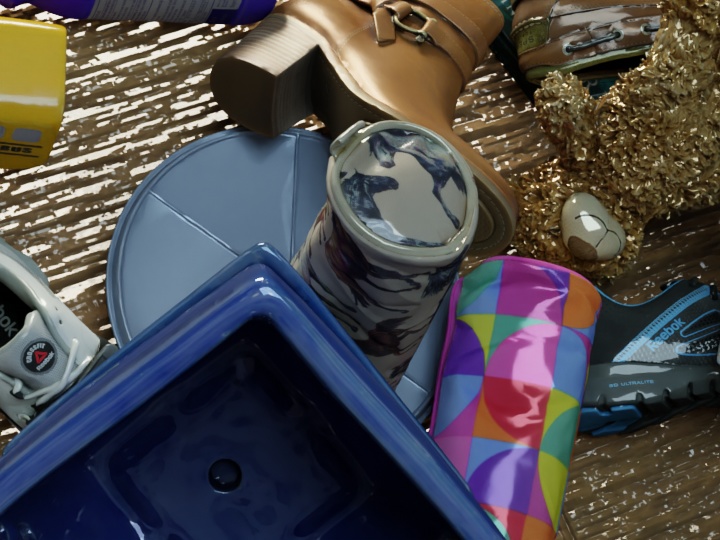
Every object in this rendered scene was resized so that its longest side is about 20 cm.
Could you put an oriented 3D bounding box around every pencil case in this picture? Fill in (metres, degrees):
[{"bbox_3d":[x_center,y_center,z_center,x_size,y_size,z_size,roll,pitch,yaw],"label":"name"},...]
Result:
[{"bbox_3d":[0.071,0.093,1.487,0.088,0.088,0.201,17,72,-9],"label":"pencil case"},{"bbox_3d":[0.000,0.000,1.417,0.089,0.200,0.078,31,59,3],"label":"pencil case"}]

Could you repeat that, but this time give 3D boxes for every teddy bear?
[{"bbox_3d":[0.160,-0.072,1.543,0.200,0.145,0.067,-37,46,1],"label":"teddy bear"}]

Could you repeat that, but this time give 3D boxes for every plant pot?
[{"bbox_3d":[-0.059,0.113,1.331,0.200,0.180,0.200,-38,101,6],"label":"plant pot"}]

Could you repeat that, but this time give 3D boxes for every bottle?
[{"bbox_3d":[-0.143,-0.174,1.548,0.199,0.084,0.065,0,68,-15],"label":"bottle"}]

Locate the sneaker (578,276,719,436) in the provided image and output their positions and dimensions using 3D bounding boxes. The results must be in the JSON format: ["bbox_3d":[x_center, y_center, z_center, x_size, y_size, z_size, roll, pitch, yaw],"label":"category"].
[{"bbox_3d":[0.204,0.039,1.565,0.199,0.073,0.082,-2,69,-17],"label":"sneaker"}]

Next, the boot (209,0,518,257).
[{"bbox_3d":[0.035,-0.095,1.548,0.200,0.077,0.155,27,42,25],"label":"boot"}]

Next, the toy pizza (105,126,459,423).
[{"bbox_3d":[-0.042,0.016,1.527,0.200,0.032,0.201,6,67,-15],"label":"toy pizza"}]

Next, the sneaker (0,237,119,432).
[{"bbox_3d":[-0.154,0.060,1.436,0.200,0.089,0.074,42,91,7],"label":"sneaker"}]

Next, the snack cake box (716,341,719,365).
[{"bbox_3d":[0.254,-0.039,1.546,0.067,0.115,0.200,18,40,2],"label":"snack cake box"}]

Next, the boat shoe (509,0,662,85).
[{"bbox_3d":[0.182,-0.133,1.607,0.199,0.072,0.068,-2,74,-8],"label":"boat shoe"}]

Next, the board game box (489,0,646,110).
[{"bbox_3d":[0.138,-0.153,1.651,0.135,0.028,0.200,-33,81,-25],"label":"board game box"}]

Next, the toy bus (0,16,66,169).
[{"bbox_3d":[-0.259,-0.100,1.485,0.199,0.078,0.065,6,67,-14],"label":"toy bus"}]
